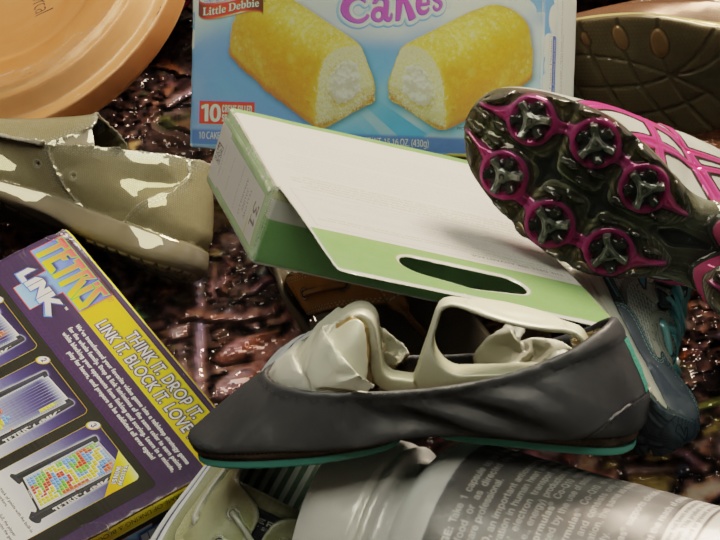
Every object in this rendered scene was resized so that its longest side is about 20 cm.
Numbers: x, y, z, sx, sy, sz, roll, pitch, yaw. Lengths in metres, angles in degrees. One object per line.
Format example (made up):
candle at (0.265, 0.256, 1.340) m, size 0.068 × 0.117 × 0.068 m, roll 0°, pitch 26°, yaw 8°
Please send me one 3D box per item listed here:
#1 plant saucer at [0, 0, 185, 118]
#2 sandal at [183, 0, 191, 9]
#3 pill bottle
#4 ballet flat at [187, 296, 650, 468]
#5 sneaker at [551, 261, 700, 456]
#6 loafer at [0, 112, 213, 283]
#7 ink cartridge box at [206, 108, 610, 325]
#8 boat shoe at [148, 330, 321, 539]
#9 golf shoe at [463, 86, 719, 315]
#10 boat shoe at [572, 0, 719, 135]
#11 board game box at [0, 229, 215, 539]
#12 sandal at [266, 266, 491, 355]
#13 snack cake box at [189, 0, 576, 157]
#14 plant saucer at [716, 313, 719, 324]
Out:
plant saucer at (-0.194, -0.158, 1.446) m, size 0.200 × 0.032 × 0.200 m, roll -14°, pitch 52°, yaw 19°
sandal at (-0.143, -0.165, 1.483) m, size 0.200 × 0.045 × 0.075 m, roll -17°, pitch 37°, yaw 16°
pill bottle at (0.077, 0.138, 1.073) m, size 0.200 × 0.113 × 0.113 m, roll 14°, pitch 50°, yaw 23°
ballet flat at (0.023, 0.045, 1.066) m, size 0.200 × 0.073 × 0.073 m, roll -2°, pitch 45°, yaw 7°
sneaker at (0.133, 0.006, 1.222) m, size 0.086 × 0.078 × 0.200 m, roll -16°, pitch 44°, yaw -9°
loafer at (-0.159, -0.054, 1.335) m, size 0.200 × 0.076 × 0.068 m, roll 22°, pitch 81°, yaw 18°
ink cartridge box at (0.020, -0.009, 1.166) m, size 0.145 × 0.048 × 0.200 m, roll 12°, pitch 22°, yaw -22°
boat shoe at (-0.051, 0.111, 1.121) m, size 0.072 × 0.062 × 0.200 m, roll 26°, pitch 73°, yaw -7°
golf shoe at (0.138, -0.032, 1.175) m, size 0.200 × 0.073 × 0.092 m, roll 26°, pitch 19°, yaw -6°
boat shoe at (0.193, -0.119, 1.344) m, size 0.200 × 0.072 × 0.068 m, roll -2°, pitch 29°, yaw 14°
board game box at (-0.167, 0.086, 1.219) m, size 0.165 × 0.057 × 0.200 m, roll -27°, pitch 46°, yaw -18°
sandal at (0.000, 0.000, 1.270) m, size 0.082 × 0.055 × 0.200 m, roll -23°, pitch 45°, yaw -11°
snack cake box at (0.012, -0.120, 1.329) m, size 0.200 × 0.115 × 0.067 m, roll 3°, pitch 6°, yaw 21°
plant saucer at (0.274, 0.019, 1.207) m, size 0.200 × 0.035 × 0.200 m, roll -6°, pitch 45°, yaw 6°
